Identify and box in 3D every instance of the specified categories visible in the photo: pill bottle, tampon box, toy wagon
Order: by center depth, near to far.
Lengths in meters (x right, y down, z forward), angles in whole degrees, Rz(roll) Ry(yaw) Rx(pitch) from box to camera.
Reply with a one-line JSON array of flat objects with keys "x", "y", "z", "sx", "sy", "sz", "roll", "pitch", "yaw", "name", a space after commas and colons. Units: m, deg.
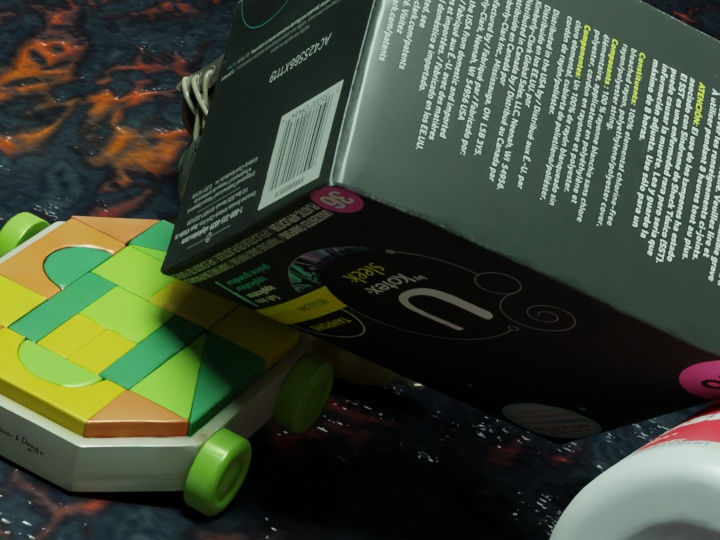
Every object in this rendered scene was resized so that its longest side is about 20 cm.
[{"x": 0.151, "y": 0.104, "z": 0.814, "sx": 0.112, "sy": 0.113, "sz": 0.200, "roll": 25, "pitch": 17, "yaw": 20, "name": "pill bottle"}, {"x": 0.052, "y": -0.032, "z": 0.841, "sx": 0.199, "sy": 0.127, "sz": 0.150, "roll": 24, "pitch": -23, "yaw": -22, "name": "tampon box"}, {"x": -0.088, "y": 0.022, "z": 0.881, "sx": 0.155, "sy": 0.040, "sz": 0.200, "roll": 26, "pitch": 34, "yaw": 17, "name": "toy wagon"}]

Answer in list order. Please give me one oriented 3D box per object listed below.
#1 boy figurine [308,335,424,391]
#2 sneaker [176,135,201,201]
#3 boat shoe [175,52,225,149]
[{"x": 0.000, "y": 0.000, "z": 0.997, "sx": 0.199, "sy": 0.125, "sz": 0.064, "roll": -10, "pitch": 20, "yaw": 12, "name": "boy figurine"}, {"x": -0.004, "y": -0.015, "z": 1.129, "sx": 0.199, "sy": 0.076, "sz": 0.078, "roll": 25, "pitch": 3, "yaw": 2, "name": "sneaker"}, {"x": -0.062, "y": -0.080, "z": 1.183, "sx": 0.073, "sy": 0.075, "sz": 0.200, "roll": -7, "pitch": -15, "yaw": -5, "name": "boat shoe"}]
